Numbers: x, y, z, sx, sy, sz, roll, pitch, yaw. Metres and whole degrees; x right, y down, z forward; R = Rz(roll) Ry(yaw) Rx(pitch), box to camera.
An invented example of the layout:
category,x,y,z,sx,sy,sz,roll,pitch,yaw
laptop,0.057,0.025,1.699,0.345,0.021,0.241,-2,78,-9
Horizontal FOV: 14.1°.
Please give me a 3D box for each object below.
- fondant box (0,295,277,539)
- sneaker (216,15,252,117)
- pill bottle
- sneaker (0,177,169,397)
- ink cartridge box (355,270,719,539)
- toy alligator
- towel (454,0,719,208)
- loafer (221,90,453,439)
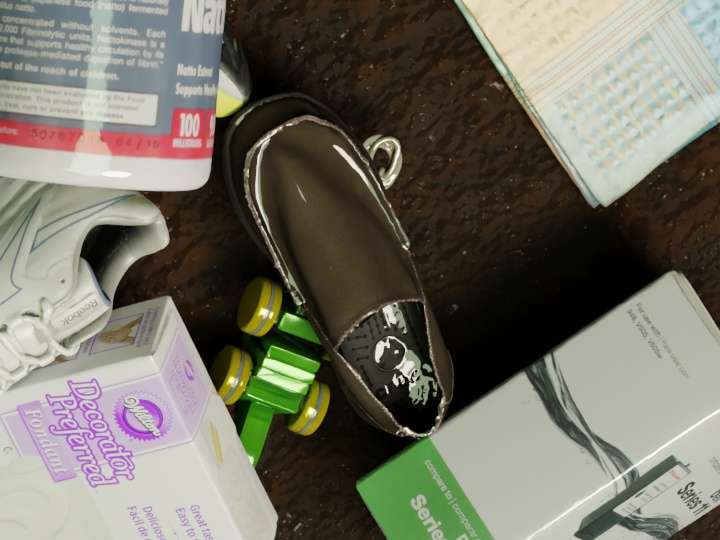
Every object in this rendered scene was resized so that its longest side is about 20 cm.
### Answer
category,x,y,z,sx,sy,sz,roll,pitch,yaw
fondant box,-0.162,0.108,1.476,0.200,0.058,0.144,-16,118,17
sneaker,-0.145,-0.123,1.407,0.200,0.078,0.090,30,112,-16
pill bottle,-0.117,-0.141,1.297,0.120,0.120,0.200,4,96,-14
sneaker,-0.174,0.019,1.405,0.200,0.087,0.075,-52,139,-23
ink cartridge box,0.115,0.103,1.519,0.200,0.083,0.147,-35,157,4
toy alligator,-0.031,0.016,1.503,0.059,0.054,0.200,21,99,-22
towel,0.127,-0.147,1.481,0.147,0.022,0.200,-35,115,3
loafer,0.000,0.000,1.438,0.073,0.071,0.200,-33,114,-6
